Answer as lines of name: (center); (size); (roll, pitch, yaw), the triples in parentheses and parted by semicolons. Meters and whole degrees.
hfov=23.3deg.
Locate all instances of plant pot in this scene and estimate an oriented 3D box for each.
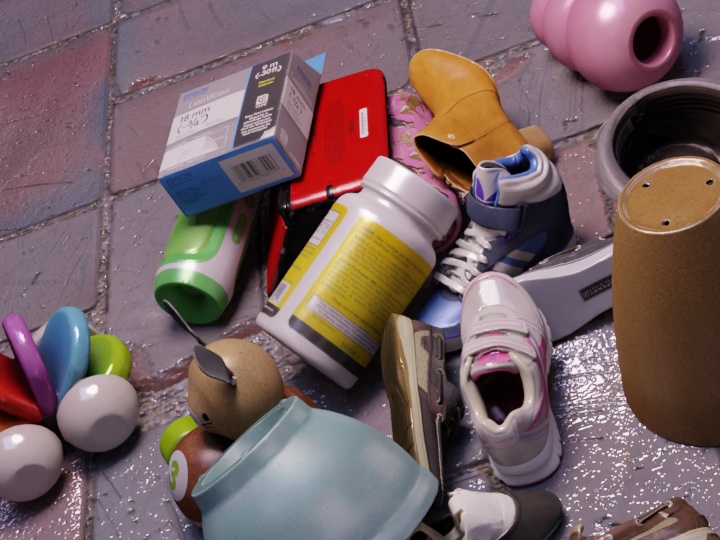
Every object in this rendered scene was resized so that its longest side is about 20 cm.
plant pot: (-0.053, 0.189, 1.424); (0.200, 0.134, 0.200); (-41, 6, 5)
plant pot: (0.284, 0.009, 1.456); (0.185, 0.201, 0.187); (-16, 38, 13)

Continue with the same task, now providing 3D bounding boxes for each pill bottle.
pill bottle: (0.000, 0.000, 1.655); (0.114, 0.114, 0.201); (31, 84, 47)

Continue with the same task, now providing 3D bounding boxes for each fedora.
fedora: (0.312, -0.087, 1.610); (0.177, 0.091, 0.200); (-41, 48, -16)

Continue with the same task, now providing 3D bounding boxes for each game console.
game console: (-0.036, -0.093, 1.826); (0.171, 0.119, 0.201); (-16, 40, 11)

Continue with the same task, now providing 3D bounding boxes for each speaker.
speaker: (-0.155, -0.046, 1.850); (0.088, 0.089, 0.201); (-4, 51, 27)

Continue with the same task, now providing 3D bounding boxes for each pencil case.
pencil case: (0.051, -0.102, 1.805); (0.082, 0.087, 0.201); (-4, 37, -4)

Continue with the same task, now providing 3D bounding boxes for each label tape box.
label tape box: (-0.122, -0.163, 1.816); (0.143, 0.063, 0.201); (-18, 40, 24)

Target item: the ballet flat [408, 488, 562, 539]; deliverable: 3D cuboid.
ballet flat: (0.073, 0.226, 1.436); (0.199, 0.069, 0.068); (-30, 38, -4)

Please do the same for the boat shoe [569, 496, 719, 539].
boat shoe: (0.180, 0.237, 1.356); (0.201, 0.075, 0.075); (-20, 51, -10)

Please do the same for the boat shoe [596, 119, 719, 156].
boat shoe: (0.332, -0.136, 1.709); (0.200, 0.075, 0.065); (-13, -3, 21)

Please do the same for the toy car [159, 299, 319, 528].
toy car: (-0.125, 0.123, 1.560); (0.157, 0.201, 0.164); (-32, 38, -8)

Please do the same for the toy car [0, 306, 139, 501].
toy car: (-0.327, 0.112, 1.730); (0.199, 0.151, 0.175); (-32, 38, -7)

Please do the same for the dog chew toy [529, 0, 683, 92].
dog chew toy: (0.252, -0.262, 1.855); (0.124, 0.125, 0.200); (-37, 31, -13)

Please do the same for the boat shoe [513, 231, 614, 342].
boat shoe: (0.195, 0.009, 1.620); (0.199, 0.070, 0.066); (-27, 17, 7)

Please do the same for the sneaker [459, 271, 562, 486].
sneaker: (0.127, 0.080, 1.519); (0.081, 0.088, 0.201); (-18, 56, 11)

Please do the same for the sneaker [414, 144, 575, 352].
sneaker: (0.111, -0.032, 1.644); (0.199, 0.147, 0.080); (-37, 39, -14)

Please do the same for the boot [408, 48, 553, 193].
boot: (0.092, -0.154, 1.779); (0.201, 0.071, 0.144); (39, 35, 23)

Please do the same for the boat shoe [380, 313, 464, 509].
boat shoe: (0.062, 0.123, 1.558); (0.065, 0.072, 0.202); (1, 48, -12)
